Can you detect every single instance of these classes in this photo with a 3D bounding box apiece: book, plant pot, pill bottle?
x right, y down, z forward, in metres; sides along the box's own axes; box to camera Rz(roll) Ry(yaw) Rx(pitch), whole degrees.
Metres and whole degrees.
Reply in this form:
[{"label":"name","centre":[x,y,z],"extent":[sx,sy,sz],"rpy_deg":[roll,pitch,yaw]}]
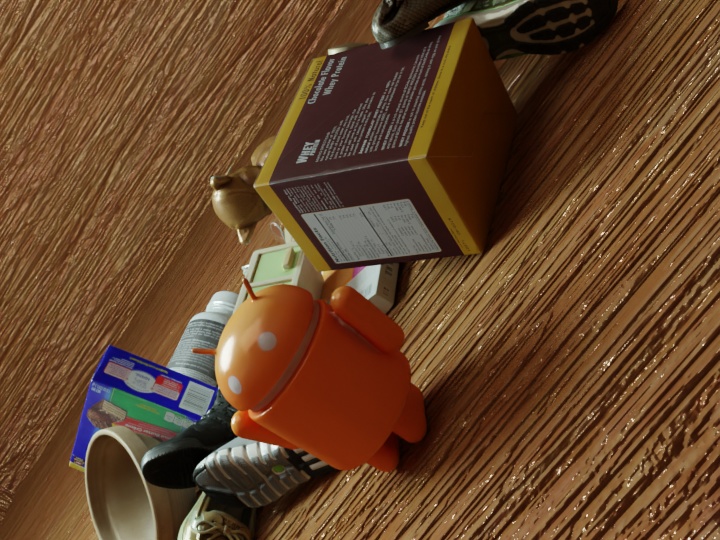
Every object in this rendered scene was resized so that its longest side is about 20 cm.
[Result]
[{"label":"book","centre":[0.000,0.000,1.106],"extent":[0.134,0.048,0.201],"rpy_deg":[-44,23,37]},{"label":"plant pot","centre":[-0.281,0.299,1.215],"extent":[0.200,0.092,0.204],"rpy_deg":[12,107,48]},{"label":"pill bottle","centre":[-0.230,0.135,1.409],"extent":[0.111,0.110,0.201],"rpy_deg":[-36,27,52]}]

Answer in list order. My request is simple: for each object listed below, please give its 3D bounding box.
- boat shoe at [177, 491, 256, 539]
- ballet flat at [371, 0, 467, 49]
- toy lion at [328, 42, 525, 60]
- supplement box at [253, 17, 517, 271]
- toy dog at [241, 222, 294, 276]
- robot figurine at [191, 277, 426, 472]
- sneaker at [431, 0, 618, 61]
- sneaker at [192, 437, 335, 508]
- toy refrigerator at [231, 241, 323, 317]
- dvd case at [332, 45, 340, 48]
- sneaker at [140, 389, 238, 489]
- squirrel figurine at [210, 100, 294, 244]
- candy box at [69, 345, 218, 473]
[{"label":"boat shoe","centre":[-0.144,0.263,0.995],"extent":[0.063,0.073,0.201],"rpy_deg":[-53,9,24]},{"label":"ballet flat","centre":[0.086,-0.291,0.938],"extent":[0.199,0.047,0.067],"rpy_deg":[-37,20,-22]},{"label":"toy lion","centre":[0.091,-0.247,1.064],"extent":[0.190,0.070,0.199],"rpy_deg":[2,17,42]},{"label":"supplement box","centre":[0.031,-0.124,0.937],"extent":[0.198,0.133,0.199],"rpy_deg":[-6,48,32]},{"label":"toy dog","centre":[-0.080,-0.054,1.322],"extent":[0.199,0.131,0.098],"rpy_deg":[-26,63,46]},{"label":"robot figurine","centre":[-0.038,0.090,0.767],"extent":[0.144,0.199,0.117],"rpy_deg":[-29,31,57]},{"label":"sneaker","centre":[0.162,-0.270,0.941],"extent":[0.198,0.077,0.089],"rpy_deg":[-7,51,22]},{"label":"sneaker","centre":[-0.081,0.174,0.960],"extent":[0.199,0.075,0.116],"rpy_deg":[-23,25,31]},{"label":"toy refrigerator","centre":[-0.098,0.048,1.049],"extent":[0.075,0.071,0.201],"rpy_deg":[-11,32,14]},{"label":"dvd case","centre":[-0.011,-0.169,1.205],"extent":[0.201,0.016,0.150],"rpy_deg":[100,150,-55]},{"label":"sneaker","centre":[-0.152,0.176,1.037],"extent":[0.104,0.197,0.061],"rpy_deg":[-122,23,-54]},{"label":"squirrel figurine","centre":[-0.091,-0.115,1.142],"extent":[0.185,0.143,0.200],"rpy_deg":[-28,23,-20]},{"label":"candy box","centre":[-0.310,0.225,1.298],"extent":[0.077,0.167,0.201],"rpy_deg":[-74,8,-51]}]
